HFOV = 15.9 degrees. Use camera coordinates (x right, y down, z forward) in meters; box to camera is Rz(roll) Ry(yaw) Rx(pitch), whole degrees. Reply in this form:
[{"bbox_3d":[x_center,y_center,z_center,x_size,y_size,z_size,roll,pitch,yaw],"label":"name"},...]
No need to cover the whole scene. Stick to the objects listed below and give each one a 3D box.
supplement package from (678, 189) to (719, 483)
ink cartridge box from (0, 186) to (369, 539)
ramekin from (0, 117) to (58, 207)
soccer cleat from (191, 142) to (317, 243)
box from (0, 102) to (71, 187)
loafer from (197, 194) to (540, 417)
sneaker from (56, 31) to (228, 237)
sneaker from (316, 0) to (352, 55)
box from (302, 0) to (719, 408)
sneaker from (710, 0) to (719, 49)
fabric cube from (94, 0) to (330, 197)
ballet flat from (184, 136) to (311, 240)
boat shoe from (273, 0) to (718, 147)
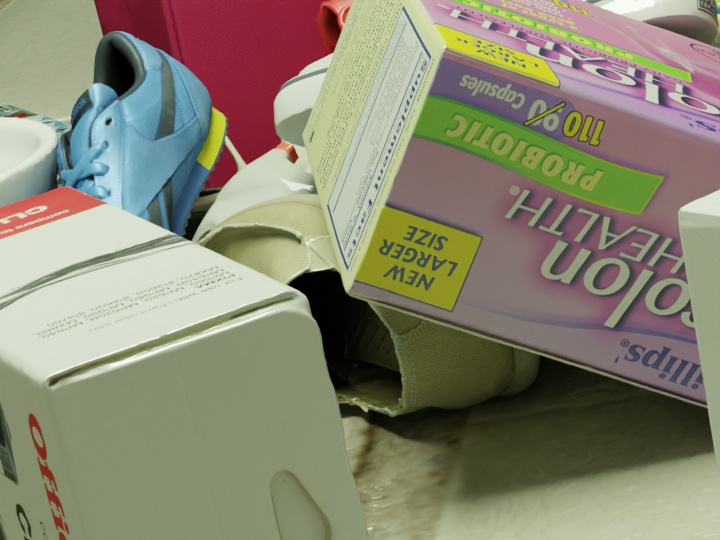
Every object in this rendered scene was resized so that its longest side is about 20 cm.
[{"bbox_3d":[0.218,0.030,0.710,0.200,0.152,0.151,-23,20,-34],"label":"supplement package"},{"bbox_3d":[-0.076,0.066,0.805,0.084,0.144,0.200,-20,18,-22],"label":"ink cartridge box"},{"bbox_3d":[-0.230,0.003,1.207,0.200,0.098,0.200,-10,16,3],"label":"ramekin"},{"bbox_3d":[0.000,0.000,1.138,0.200,0.069,0.078,20,65,49],"label":"soccer cleat"},{"bbox_3d":[-0.232,-0.052,1.493,0.137,0.040,0.200,-18,17,-24],"label":"box"},{"bbox_3d":[-0.015,0.015,1.058,0.068,0.076,0.200,-17,17,-38],"label":"loafer"},{"bbox_3d":[-0.116,-0.029,1.167,0.066,0.078,0.200,-24,36,30],"label":"sneaker"},{"bbox_3d":[0.044,-0.153,1.268,0.115,0.200,0.078,6,0,-18],"label":"sneaker"},{"bbox_3d":[0.081,-0.040,0.989,0.176,0.097,0.200,18,17,-12],"label":"box"},{"bbox_3d":[0.129,-0.133,1.166,0.200,0.105,0.076,-24,-5,12],"label":"sneaker"},{"bbox_3d":[-0.033,-0.146,1.391,0.196,0.199,0.200,-15,16,-14],"label":"fabric cube"},{"bbox_3d":[-0.046,-0.038,1.268,0.200,0.068,0.068,-13,15,-5],"label":"ballet flat"},{"bbox_3d":[0.054,-0.106,1.126,0.200,0.066,0.072,-17,-23,19],"label":"boat shoe"}]
